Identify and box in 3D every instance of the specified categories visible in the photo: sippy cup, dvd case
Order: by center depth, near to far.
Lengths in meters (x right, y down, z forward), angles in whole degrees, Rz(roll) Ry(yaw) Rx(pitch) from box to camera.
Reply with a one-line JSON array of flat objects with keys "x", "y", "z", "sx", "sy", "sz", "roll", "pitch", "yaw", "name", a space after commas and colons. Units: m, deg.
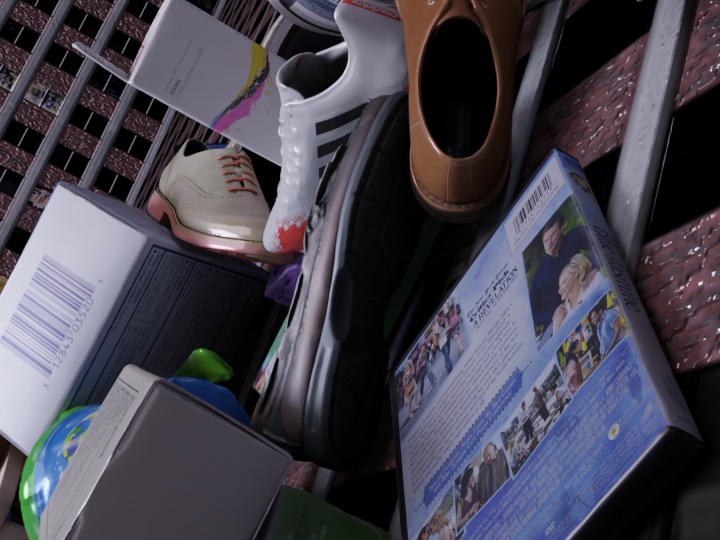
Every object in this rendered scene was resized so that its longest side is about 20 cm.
[{"x": 0.058, "y": 0.052, "z": 0.445, "sx": 0.143, "sy": 0.017, "sz": 0.201, "roll": -57, "pitch": 18, "yaw": 25, "name": "dvd case"}, {"x": -0.137, "y": 0.136, "z": 0.757, "sx": 0.130, "sy": 0.139, "sz": 0.180, "roll": -33, "pitch": 60, "yaw": 41, "name": "sippy cup"}]

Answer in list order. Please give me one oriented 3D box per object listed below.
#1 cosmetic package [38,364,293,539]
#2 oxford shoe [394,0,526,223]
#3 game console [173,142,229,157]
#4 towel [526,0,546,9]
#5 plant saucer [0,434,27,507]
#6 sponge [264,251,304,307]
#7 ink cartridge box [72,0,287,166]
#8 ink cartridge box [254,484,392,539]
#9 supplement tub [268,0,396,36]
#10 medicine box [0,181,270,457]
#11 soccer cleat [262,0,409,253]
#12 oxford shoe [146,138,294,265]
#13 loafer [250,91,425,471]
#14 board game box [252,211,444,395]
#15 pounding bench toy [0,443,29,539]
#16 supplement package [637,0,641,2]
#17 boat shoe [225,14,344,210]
[{"x": -0.103, "y": 0.108, "z": 0.557, "sx": 0.106, "sy": 0.071, "sz": 0.200, "roll": -61, "pitch": 12, "yaw": -8, "name": "cosmetic package"}, {"x": 0.051, "y": -0.131, "z": 0.568, "sx": 0.071, "sy": 0.070, "sz": 0.202, "roll": 76, "pitch": -170, "yaw": -72, "name": "oxford shoe"}, {"x": -0.088, "y": -0.157, "z": 1.089, "sx": 0.200, "sy": 0.174, "sz": 0.118, "roll": -145, "pitch": 54, "yaw": -75, "name": "game console"}, {"x": 0.103, "y": -0.212, "z": 0.695, "sx": 0.134, "sy": 0.034, "sz": 0.200, "roll": -66, "pitch": 15, "yaw": -11, "name": "towel"}, {"x": -0.306, "y": 0.157, "z": 0.956, "sx": 0.032, "sy": 0.200, "sz": 0.202, "roll": 29, "pitch": 93, "yaw": 33, "name": "plant saucer"}, {"x": -0.017, "y": -0.078, "z": 0.875, "sx": 0.112, "sy": 0.030, "sz": 0.201, "roll": -47, "pitch": 23, "yaw": 45, "name": "sponge"}, {"x": -0.098, "y": -0.134, "z": 0.802, "sx": 0.068, "sy": 0.199, "sz": 0.116, "roll": -61, "pitch": 17, "yaw": 4, "name": "ink cartridge box"}, {"x": -0.066, "y": 0.190, "z": 0.543, "sx": 0.200, "sy": 0.059, "sz": 0.105, "roll": -45, "pitch": 24, "yaw": 49, "name": "ink cartridge box"}, {"x": 0.003, "y": -0.227, "z": 0.730, "sx": 0.141, "sy": 0.139, "sz": 0.200, "roll": -64, "pitch": 14, "yaw": -3, "name": "supplement tub"}, {"x": -0.186, "y": 0.050, "z": 0.905, "sx": 0.183, "sy": 0.102, "sz": 0.200, "roll": -62, "pitch": -25, "yaw": 3, "name": "medicine box"}, {"x": -0.024, "y": -0.086, "z": 0.702, "sx": 0.200, "sy": 0.085, "sz": 0.069, "roll": -48, "pitch": 21, "yaw": 42, "name": "soccer cleat"}, {"x": -0.105, "y": -0.055, "z": 0.856, "sx": 0.199, "sy": 0.070, "sz": 0.075, "roll": 27, "pitch": 100, "yaw": 52, "name": "oxford shoe"}, {"x": -0.014, "y": 0.000, "z": 0.597, "sx": 0.062, "sy": 0.072, "sz": 0.202, "roll": 4, "pitch": 74, "yaw": 32, "name": "loafer"}, {"x": 0.000, "y": 0.000, "z": 0.696, "sx": 0.201, "sy": 0.029, "sz": 0.134, "roll": -63, "pitch": 17, "yaw": -1, "name": "board game box"}, {"x": -0.260, "y": 0.226, "z": 0.936, "sx": 0.125, "sy": 0.155, "sz": 0.200, "roll": -62, "pitch": 15, "yaw": 3, "name": "pounding bench toy"}, {"x": 0.110, "y": -0.251, "z": 0.476, "sx": 0.191, "sy": 0.147, "sz": 0.200, "roll": -46, "pitch": 20, "yaw": 18, "name": "supplement package"}, {"x": -0.058, "y": -0.122, "z": 0.923, "sx": 0.073, "sy": 0.074, "sz": 0.201, "roll": -112, "pitch": 41, "yaw": -58, "name": "boat shoe"}]
